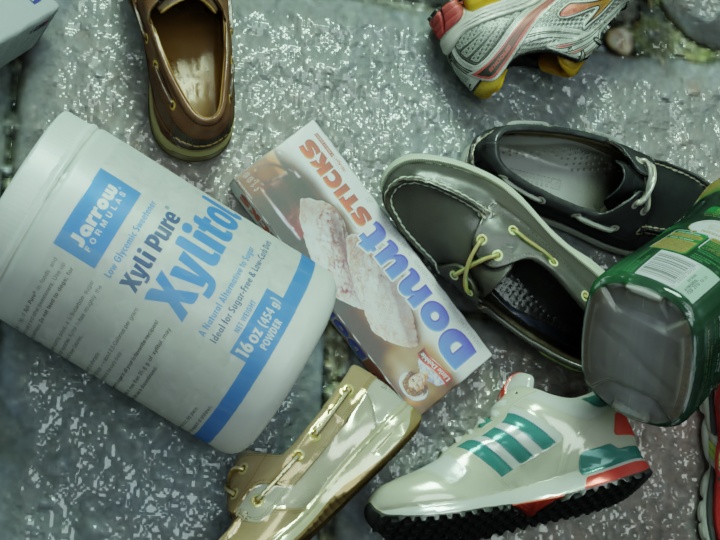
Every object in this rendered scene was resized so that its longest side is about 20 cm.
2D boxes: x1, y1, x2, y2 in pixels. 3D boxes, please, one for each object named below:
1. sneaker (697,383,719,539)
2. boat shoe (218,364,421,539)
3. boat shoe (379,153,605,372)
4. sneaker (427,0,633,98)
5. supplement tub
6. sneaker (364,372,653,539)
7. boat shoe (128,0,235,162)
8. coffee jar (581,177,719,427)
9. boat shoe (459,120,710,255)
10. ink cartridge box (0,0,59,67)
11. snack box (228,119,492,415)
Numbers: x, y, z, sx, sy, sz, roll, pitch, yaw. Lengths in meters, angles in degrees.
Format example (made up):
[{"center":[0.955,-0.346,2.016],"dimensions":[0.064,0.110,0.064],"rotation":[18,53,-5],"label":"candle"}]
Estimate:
[{"center":[0.276,0.136,1.018],"dimensions":[0.076,0.085,0.202],"rotation":[-5,81,-16],"label":"sneaker"},{"center":[-0.052,0.139,0.939],"dimensions":[0.200,0.074,0.069],"rotation":[-41,80,-20],"label":"boat shoe"},{"center":[0.097,-0.004,0.995],"dimensions":[0.200,0.072,0.061],"rotation":[34,31,-8],"label":"boat shoe"},{"center":[0.149,-0.180,1.057],"dimensions":[0.199,0.078,0.083],"rotation":[-23,90,-9],"label":"sneaker"},{"center":[-0.126,0.009,0.906],"dimensions":[0.199,0.132,0.133],"rotation":[31,73,-8],"label":"supplement tub"},{"center":[0.090,0.121,0.988],"dimensions":[0.198,0.070,0.094],"rotation":[-9,64,-15],"label":"sneaker"},{"center":[-0.115,-0.176,0.979],"dimensions":[0.071,0.068,0.202],"rotation":[-8,81,-17],"label":"boat shoe"},{"center":[0.227,0.010,0.974],"dimensions":[0.085,0.105,0.200],"rotation":[23,38,31],"label":"coffee jar"},{"center":[0.169,-0.061,1.040],"dimensions":[0.198,0.060,0.075],"rotation":[15,74,-13],"label":"boat shoe"},{"center":[-0.295,-0.183,0.875],"dimensions":[0.196,0.200,0.043],"rotation":[38,111,-7],"label":"ink cartridge box"},{"center":[0.000,0.000,0.999],"dimensions":[0.072,0.024,0.201],"rotation":[-38,91,-20],"label":"snack box"}]
